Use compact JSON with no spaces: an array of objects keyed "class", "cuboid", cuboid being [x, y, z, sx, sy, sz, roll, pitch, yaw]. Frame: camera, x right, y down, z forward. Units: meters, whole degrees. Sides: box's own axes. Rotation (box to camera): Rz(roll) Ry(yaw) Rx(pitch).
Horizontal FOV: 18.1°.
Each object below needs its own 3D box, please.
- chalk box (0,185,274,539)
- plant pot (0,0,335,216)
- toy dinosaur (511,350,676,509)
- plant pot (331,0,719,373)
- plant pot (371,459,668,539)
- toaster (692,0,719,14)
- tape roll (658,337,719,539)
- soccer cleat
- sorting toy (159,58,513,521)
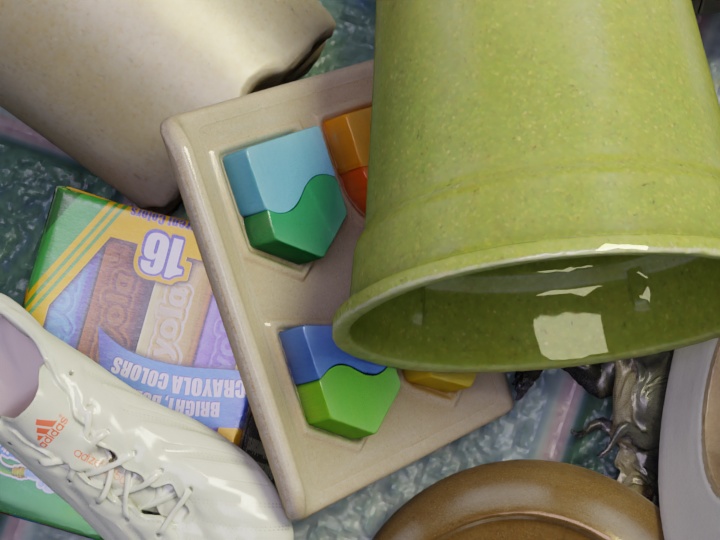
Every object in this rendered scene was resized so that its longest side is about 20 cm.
[{"class":"chalk box","cuboid":[-0.106,0.078,1.097,0.123,0.124,0.201,15,83,9]},{"class":"plant pot","cuboid":[-0.121,-0.133,1.108,0.183,0.200,0.201,43,89,0]},{"class":"toy dinosaur","cuboid":[0.128,0.035,1.111,0.088,0.047,0.201,15,85,-7]},{"class":"plant pot","cuboid":[0.079,-0.068,0.985,0.199,0.200,0.186,-7,75,6]},{"class":"plant pot","cuboid":[0.080,0.192,1.083,0.198,0.027,0.202,1,92,16]},{"class":"toaster","cuboid":[0.182,-0.217,1.098,0.113,0.129,0.202,-8,82,6]},{"class":"tape roll","cuboid":[0.189,0.055,1.001,0.037,0.203,0.204,13,83,-14]},{"class":"soccer cleat","cuboid":[-0.119,0.075,0.997,0.199,0.078,0.069,35,87,10]},{"class":"sorting toy","cuboid":[0.000,0.000,1.047,0.036,0.200,0.186,-16,93,36]}]
